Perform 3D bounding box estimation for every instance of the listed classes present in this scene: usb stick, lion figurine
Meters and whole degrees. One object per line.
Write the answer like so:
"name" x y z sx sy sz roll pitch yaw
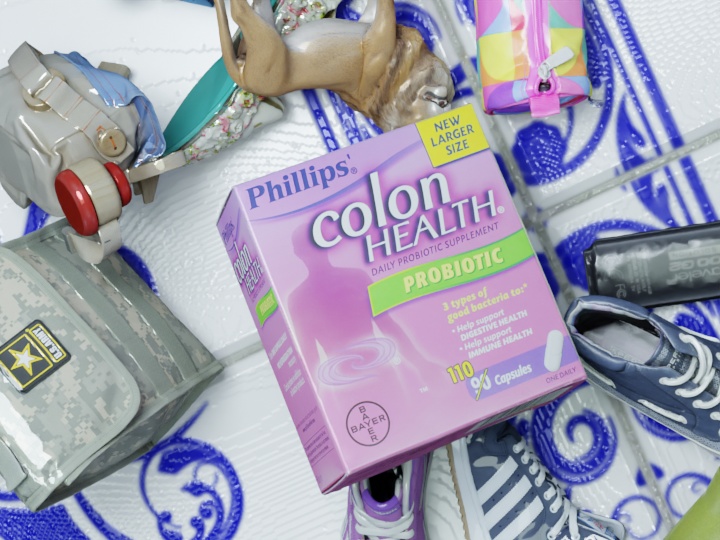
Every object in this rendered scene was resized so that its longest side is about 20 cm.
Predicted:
"usb stick" 0.256 -0.008 1.310 0.198 0.033 0.056 -9 97 9
"lion figurine" -0.026 -0.150 1.300 0.198 0.073 0.123 3 116 -15

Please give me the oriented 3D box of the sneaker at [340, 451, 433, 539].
"sneaker" 0.013 0.184 1.314 0.072 0.114 0.202 -1 92 8

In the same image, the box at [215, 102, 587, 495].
"box" 0.024 0.019 1.242 0.175 0.097 0.201 -19 80 -15

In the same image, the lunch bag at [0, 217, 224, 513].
"lunch bag" -0.216 0.065 1.298 0.164 0.200 0.118 46 117 6

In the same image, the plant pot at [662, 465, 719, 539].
"plant pot" 0.252 0.235 1.217 0.199 0.200 0.194 24 103 8

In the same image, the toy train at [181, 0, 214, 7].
"toy train" -0.136 -0.288 1.348 0.113 0.087 0.202 13 91 0

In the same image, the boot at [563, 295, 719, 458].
"boot" 0.228 0.078 1.264 0.199 0.090 0.073 20 80 21

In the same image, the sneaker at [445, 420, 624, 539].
"sneaker" 0.124 0.156 1.315 0.108 0.070 0.202 -10 96 14

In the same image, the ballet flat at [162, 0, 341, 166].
"ballet flat" -0.068 -0.146 1.348 0.064 0.076 0.201 30 103 -25

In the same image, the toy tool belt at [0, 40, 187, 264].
"toy tool belt" -0.180 -0.096 1.301 0.122 0.200 0.126 -27 123 -21

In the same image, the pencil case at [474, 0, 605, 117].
"pencil case" 0.116 -0.203 1.305 0.088 0.088 0.202 -7 89 10
